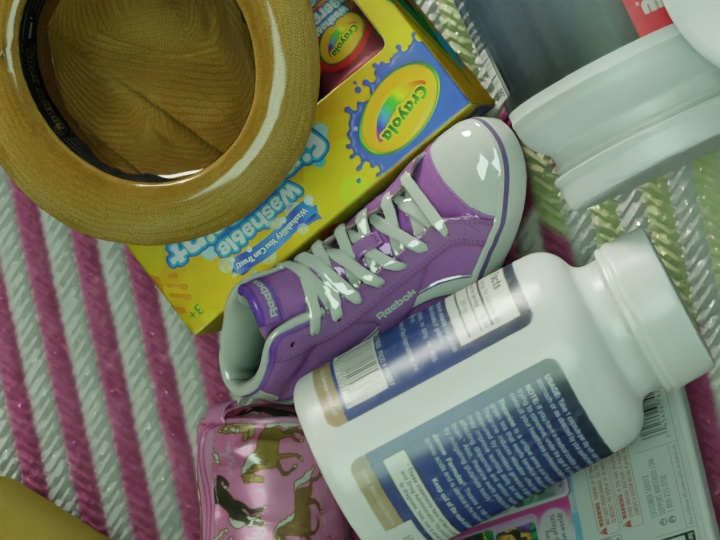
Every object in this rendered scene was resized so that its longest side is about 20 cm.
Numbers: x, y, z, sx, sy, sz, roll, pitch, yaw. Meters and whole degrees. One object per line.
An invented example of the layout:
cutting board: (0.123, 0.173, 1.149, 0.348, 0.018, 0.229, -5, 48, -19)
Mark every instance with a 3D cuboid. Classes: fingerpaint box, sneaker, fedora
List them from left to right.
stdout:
fedora: (-0.104, -0.108, 1.480, 0.200, 0.082, 0.201, -1, 88, 18)
fingerpaint box: (-0.057, -0.091, 1.548, 0.200, 0.073, 0.167, -39, 83, 12)
sneaker: (0.000, 0.001, 1.487, 0.201, 0.114, 0.073, -54, 55, 27)

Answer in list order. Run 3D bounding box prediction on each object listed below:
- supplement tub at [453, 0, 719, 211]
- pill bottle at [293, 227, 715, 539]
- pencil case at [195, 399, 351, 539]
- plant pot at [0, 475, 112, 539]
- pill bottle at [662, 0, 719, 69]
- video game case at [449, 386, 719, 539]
supplement tub: (0.121, -0.147, 1.469, 0.140, 0.140, 0.200, -27, 86, 13)
pill bottle: (0.076, 0.060, 1.465, 0.200, 0.111, 0.111, -28, 86, 7)
pencil case: (-0.049, 0.170, 1.551, 0.083, 0.086, 0.201, 1, 90, 21)
plant pot: (-0.202, 0.219, 1.533, 0.200, 0.176, 0.200, 30, 109, 10)
pill bottle: (0.245, -0.177, 1.403, 0.106, 0.200, 0.106, 32, 137, 35)
video game case: (0.095, 0.136, 1.493, 0.182, 0.024, 0.200, -19, 53, 14)
